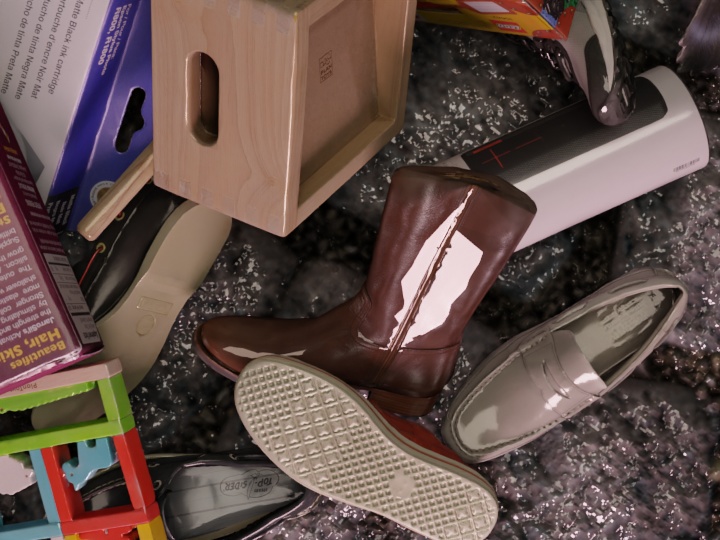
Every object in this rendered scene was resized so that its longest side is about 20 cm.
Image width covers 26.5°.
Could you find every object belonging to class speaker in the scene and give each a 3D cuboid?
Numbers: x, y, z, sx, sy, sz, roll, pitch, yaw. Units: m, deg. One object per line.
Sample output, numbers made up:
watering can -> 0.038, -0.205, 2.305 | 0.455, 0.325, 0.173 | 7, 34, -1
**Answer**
speaker -> 0.137, -0.068, 1.069 | 0.200, 0.081, 0.081 | -24, 88, -5

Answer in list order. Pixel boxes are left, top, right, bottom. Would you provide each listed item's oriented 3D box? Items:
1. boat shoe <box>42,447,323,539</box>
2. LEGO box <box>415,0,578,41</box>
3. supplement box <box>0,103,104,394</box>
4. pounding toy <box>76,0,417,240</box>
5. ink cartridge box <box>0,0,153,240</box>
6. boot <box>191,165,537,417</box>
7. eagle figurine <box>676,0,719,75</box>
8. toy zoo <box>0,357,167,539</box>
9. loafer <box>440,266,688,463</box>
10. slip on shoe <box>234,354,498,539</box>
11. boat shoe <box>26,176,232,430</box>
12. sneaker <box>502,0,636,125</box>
boat shoe -> -0.121, 0.162, 1.037 | 0.199, 0.066, 0.075 | -6, 88, -5
LEGO box -> 0.056, -0.247, 1.027 | 0.200, 0.077, 0.149 | 14, 84, 31
supplement box -> -0.260, -0.016, 0.942 | 0.131, 0.103, 0.200 | -23, 90, -1
pounding toy -> -0.072, -0.119, 0.967 | 0.142, 0.200, 0.184 | 22, 40, 21
ink cartridge box -> -0.226, -0.122, 1.014 | 0.200, 0.041, 0.200 | 21, 117, -3
boot -> 0.000, 0.000, 1.004 | 0.186, 0.064, 0.200 | 11, 130, -14
eagle figurine -> 0.261, -0.252, 1.035 | 0.200, 0.151, 0.152 | -36, 59, 31
toy zoo -> -0.195, 0.166, 1.014 | 0.131, 0.020, 0.200 | -12, 96, 20
loafer -> 0.142, 0.064, 1.064 | 0.200, 0.070, 0.070 | -38, 90, -6
slip on shoe -> 0.002, 0.119, 1.027 | 0.200, 0.061, 0.074 | 30, 100, -13
boat shoe -> -0.168, 0.023, 1.049 | 0.063, 0.074, 0.201 | 37, 95, 35
sneaker -> 0.133, -0.171, 1.056 | 0.079, 0.074, 0.200 | -25, 53, 6
